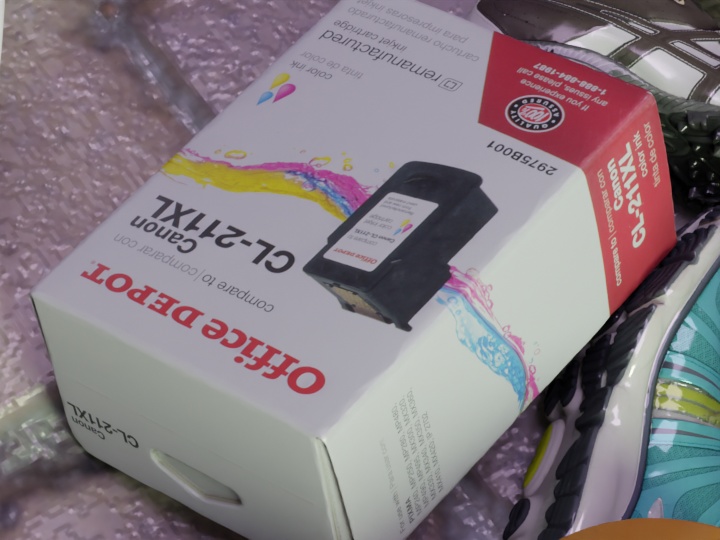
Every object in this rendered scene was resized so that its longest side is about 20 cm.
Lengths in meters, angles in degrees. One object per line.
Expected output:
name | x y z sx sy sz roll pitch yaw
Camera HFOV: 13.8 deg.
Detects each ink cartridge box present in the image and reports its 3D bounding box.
ink cartridge box | 0.000 0.000 1.097 0.146 0.083 0.200 24 55 32

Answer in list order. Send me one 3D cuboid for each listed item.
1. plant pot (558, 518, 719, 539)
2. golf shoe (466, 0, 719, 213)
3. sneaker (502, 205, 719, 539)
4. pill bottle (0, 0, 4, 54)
plant pot | 0.094 0.190 0.983 0.200 0.200 0.183 17 42 -1
golf shoe | 0.137 -0.076 1.202 0.200 0.078 0.095 16 57 -4
sneaker | 0.113 0.065 1.129 0.080 0.077 0.200 31 62 -15
pill bottle | -0.236 -0.075 1.104 0.200 0.114 0.114 5 59 -8
